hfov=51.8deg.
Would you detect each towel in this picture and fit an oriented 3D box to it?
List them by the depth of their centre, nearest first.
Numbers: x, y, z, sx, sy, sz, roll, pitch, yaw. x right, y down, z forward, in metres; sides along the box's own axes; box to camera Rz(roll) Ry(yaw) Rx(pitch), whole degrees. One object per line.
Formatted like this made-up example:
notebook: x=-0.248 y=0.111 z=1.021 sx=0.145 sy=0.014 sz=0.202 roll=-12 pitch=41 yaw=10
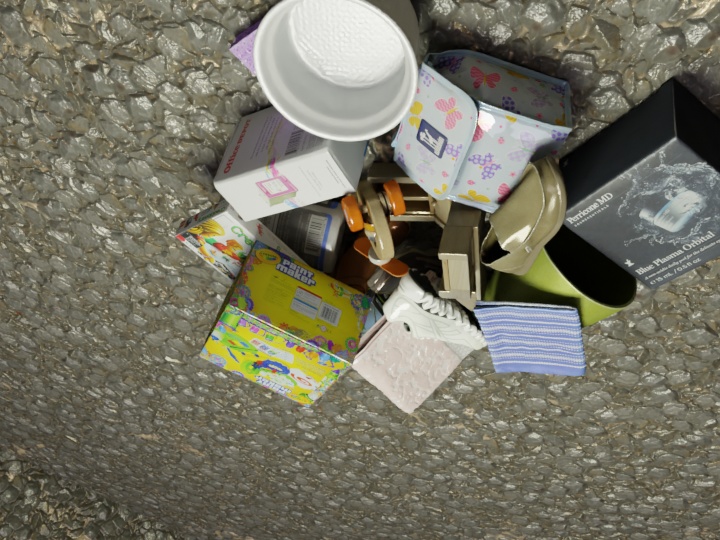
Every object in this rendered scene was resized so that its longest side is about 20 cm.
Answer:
towel: x=0.246 y=0.103 z=1.064 sx=0.142 sy=0.024 sz=0.201 roll=2 pitch=149 yaw=22
towel: x=0.094 y=0.122 z=1.178 sx=0.191 sy=0.032 sz=0.200 roll=-44 pitch=132 yaw=0

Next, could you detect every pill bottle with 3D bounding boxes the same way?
pill bottle: x=-0.128 y=-0.073 z=1.197 sx=0.196 sy=0.115 sz=0.115 roll=14 pitch=142 yaw=3

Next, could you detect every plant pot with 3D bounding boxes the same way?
plant pot: x=0.269 y=0.028 z=1.101 sx=0.185 sy=0.189 sz=0.200 roll=27 pitch=134 yaw=-15

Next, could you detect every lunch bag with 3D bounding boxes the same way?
lunch bag: x=0.149 y=-0.176 z=0.962 sx=0.197 sy=0.128 sz=0.171 roll=18 pitch=138 yaw=-4

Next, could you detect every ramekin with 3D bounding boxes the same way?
ramekin: x=-0.021 y=-0.265 z=0.889 sx=0.197 sy=0.099 sz=0.202 roll=9 pitch=140 yaw=8

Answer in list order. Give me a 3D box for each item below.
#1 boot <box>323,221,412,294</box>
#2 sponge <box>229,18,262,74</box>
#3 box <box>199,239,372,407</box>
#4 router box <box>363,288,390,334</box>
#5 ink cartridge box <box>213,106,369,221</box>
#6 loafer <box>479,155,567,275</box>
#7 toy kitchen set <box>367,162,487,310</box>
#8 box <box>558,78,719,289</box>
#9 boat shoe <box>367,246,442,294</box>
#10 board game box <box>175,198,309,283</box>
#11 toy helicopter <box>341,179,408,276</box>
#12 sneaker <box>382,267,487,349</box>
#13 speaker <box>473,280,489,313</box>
boot: x=0.000 y=0.000 z=1.205 sx=0.198 sy=0.157 sz=0.076 roll=-25 pitch=127 yaw=40
sponge: x=-0.067 y=-0.299 z=0.967 sx=0.198 sy=0.030 sz=0.112 roll=-20 pitch=129 yaw=36
box: x=-0.118 y=0.089 z=1.136 sx=0.198 sy=0.123 sz=0.193 roll=27 pitch=144 yaw=-11
router box: x=-0.017 y=0.098 z=1.406 sx=0.197 sy=0.063 sz=0.150 roll=-13 pitch=133 yaw=31
ink cartridge box: x=-0.093 y=-0.167 z=1.044 sx=0.197 sy=0.146 sz=0.085 roll=-10 pitch=137 yaw=29
loafer: x=0.203 y=-0.060 z=0.941 sx=0.066 sy=0.077 sz=0.202 roll=-8 pitch=142 yaw=-14
toy kitchen set: x=0.093 y=-0.032 z=1.083 sx=0.177 sy=0.202 sz=0.165 roll=2 pitch=133 yaw=16
box: x=0.395 y=-0.104 z=0.974 sx=0.198 sy=0.119 sz=0.196 roll=32 pitch=139 yaw=-18
boat shoe: x=0.090 y=0.010 z=1.168 sx=0.074 sy=0.198 sz=0.075 roll=52 pitch=126 yaw=19
board game box: x=-0.173 y=-0.023 z=1.151 sx=0.125 sy=0.035 sz=0.200 roll=-19 pitch=132 yaw=38
toy helicopter: x=0.016 y=-0.068 z=1.064 sx=0.078 sy=0.200 sz=0.134 roll=-20 pitch=111 yaw=-5
sneaker: x=0.112 y=0.072 z=1.098 sx=0.199 sy=0.076 sz=0.081 roll=33 pitch=108 yaw=-34
speaker: x=0.194 y=0.059 z=1.268 sx=0.196 sy=0.089 sz=0.089 roll=-3 pitch=139 yaw=22
